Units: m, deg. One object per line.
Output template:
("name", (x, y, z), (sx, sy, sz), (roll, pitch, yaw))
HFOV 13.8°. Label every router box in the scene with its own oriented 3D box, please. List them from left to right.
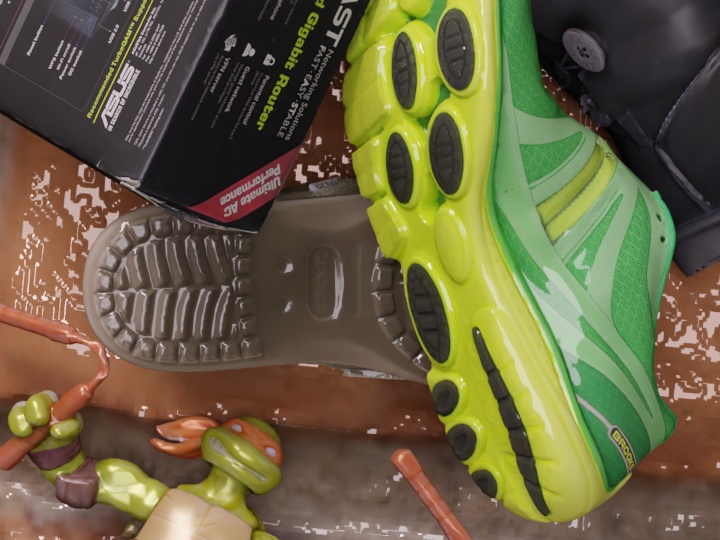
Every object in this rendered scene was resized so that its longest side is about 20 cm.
("router box", (-0.057, -0.130, 0.961), (0.150, 0.062, 0.200), (30, 96, 41))

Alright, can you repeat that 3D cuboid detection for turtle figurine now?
("turtle figurine", (-0.074, 0.107, 1.014), (0.200, 0.064, 0.161), (29, 79, 1))

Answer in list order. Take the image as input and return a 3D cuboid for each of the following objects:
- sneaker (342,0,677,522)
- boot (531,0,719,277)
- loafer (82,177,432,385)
("sneaker", (0.052, -0.021, 0.959), (0.083, 0.074, 0.200), (-22, 104, -37))
("boot", (0.097, -0.107, 0.968), (0.066, 0.165, 0.200), (-37, 92, -38))
("loafer", (0.000, 0.000, 1.012), (0.200, 0.068, 0.076), (5, 99, -17))
